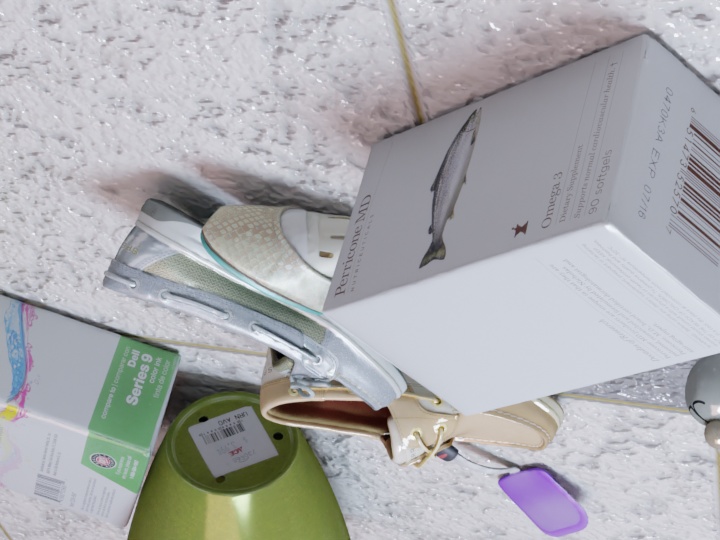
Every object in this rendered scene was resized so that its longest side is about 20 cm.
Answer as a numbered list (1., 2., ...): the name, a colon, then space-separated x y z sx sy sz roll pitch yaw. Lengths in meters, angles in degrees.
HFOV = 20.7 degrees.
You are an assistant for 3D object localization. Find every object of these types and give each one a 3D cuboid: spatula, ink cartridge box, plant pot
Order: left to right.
1. ink cartridge box: -0.240 0.091 1.396 0.199 0.088 0.145 17 150 -4
2. plant pot: -0.090 0.186 1.415 0.187 0.187 0.200 11 137 10
3. spatula: 0.077 0.131 1.368 0.200 0.021 0.056 32 149 -24

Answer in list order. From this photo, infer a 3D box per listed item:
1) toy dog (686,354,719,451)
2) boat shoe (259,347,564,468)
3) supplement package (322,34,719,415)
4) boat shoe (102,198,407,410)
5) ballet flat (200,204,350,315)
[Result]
1. toy dog: 0.288 0.121 1.154 0.199 0.097 0.132 6 149 17
2. boat shoe: 0.030 0.094 1.280 0.199 0.069 0.074 12 150 8
3. supplement package: 0.097 -0.017 1.013 0.117 0.117 0.200 35 145 -30
4. boat shoe: -0.061 0.032 1.202 0.202 0.065 0.074 34 178 -23
5. ballet flat: 0.000 0.000 1.165 0.200 0.068 0.062 28 120 -26
